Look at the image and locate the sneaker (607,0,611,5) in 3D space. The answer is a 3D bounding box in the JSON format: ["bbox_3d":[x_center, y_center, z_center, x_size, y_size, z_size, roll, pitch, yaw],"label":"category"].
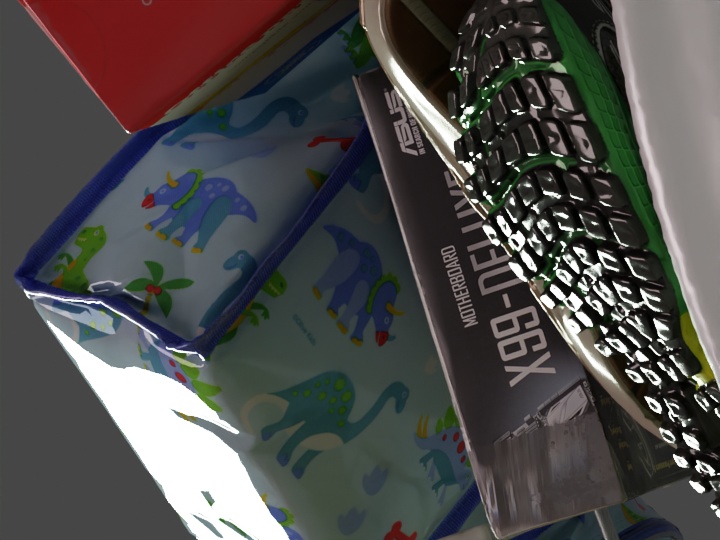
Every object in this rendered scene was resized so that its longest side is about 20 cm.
[{"bbox_3d":[0.099,-0.076,0.926,0.098,0.070,0.201,-114,12,-52],"label":"sneaker"}]

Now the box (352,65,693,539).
[{"bbox_3d":[0.076,0.002,1.004,0.200,0.050,0.159,-7,-101,-69],"label":"box"}]

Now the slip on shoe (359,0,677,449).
[{"bbox_3d":[0.068,-0.026,0.872,0.200,0.076,0.061,47,180,-19],"label":"slip on shoe"}]

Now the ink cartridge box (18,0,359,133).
[{"bbox_3d":[-0.036,-0.108,0.923,0.067,0.116,0.200,51,-164,2],"label":"ink cartridge box"}]

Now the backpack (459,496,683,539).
[{"bbox_3d":[0.051,0.117,1.262,0.147,0.183,0.200,42,159,28],"label":"backpack"}]

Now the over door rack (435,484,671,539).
[{"bbox_3d":[0.106,0.151,1.095,0.200,0.066,0.149,-11,-101,-62],"label":"over door rack"}]

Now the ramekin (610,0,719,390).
[{"bbox_3d":[0.136,-0.034,0.674,0.200,0.097,0.202,164,90,-81],"label":"ramekin"}]

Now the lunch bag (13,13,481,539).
[{"bbox_3d":[0.000,0.000,1.077,0.127,0.200,0.170,18,148,39],"label":"lunch bag"}]

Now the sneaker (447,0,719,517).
[{"bbox_3d":[0.100,-0.010,0.822,0.200,0.085,0.078,52,157,-17],"label":"sneaker"}]
